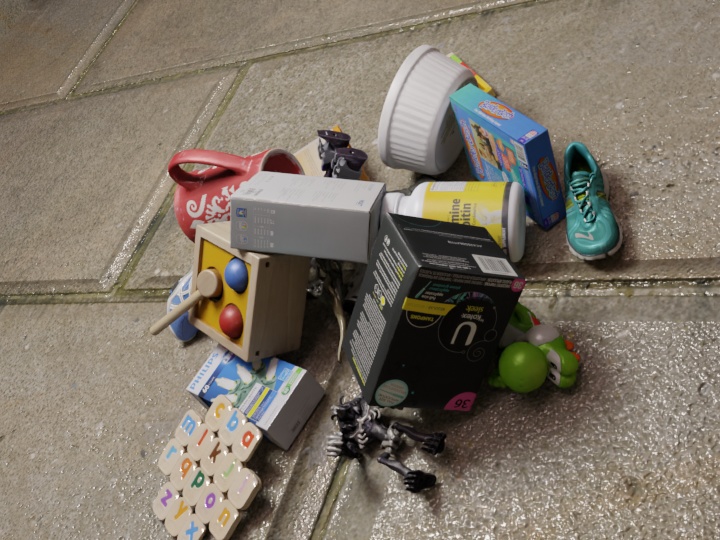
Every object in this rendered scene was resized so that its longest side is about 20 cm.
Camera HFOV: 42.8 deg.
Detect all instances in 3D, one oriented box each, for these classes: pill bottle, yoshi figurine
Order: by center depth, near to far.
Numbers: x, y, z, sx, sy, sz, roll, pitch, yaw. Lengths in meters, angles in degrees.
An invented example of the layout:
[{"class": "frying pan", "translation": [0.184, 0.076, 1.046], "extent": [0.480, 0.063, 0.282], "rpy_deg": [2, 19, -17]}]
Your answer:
[{"class": "yoshi figurine", "translation": [0.184, 0.087, 1.161], "extent": [0.112, 0.112, 0.200], "rpy_deg": [-47, 42, -3]}, {"class": "pill bottle", "translation": [0.132, -0.069, 1.307], "extent": [0.197, 0.113, 0.113], "rpy_deg": [1, 50, 17]}]

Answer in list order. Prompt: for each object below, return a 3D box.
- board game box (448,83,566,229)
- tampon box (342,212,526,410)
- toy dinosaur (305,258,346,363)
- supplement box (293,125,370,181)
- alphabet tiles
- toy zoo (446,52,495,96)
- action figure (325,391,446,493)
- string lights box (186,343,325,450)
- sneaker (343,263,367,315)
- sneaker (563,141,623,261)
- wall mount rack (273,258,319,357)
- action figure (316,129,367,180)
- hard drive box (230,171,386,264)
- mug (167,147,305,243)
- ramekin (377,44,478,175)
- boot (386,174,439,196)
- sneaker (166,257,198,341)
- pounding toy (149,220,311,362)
[{"class": "board game box", "translation": [0.214, -0.170, 1.345], "extent": [0.045, 0.153, 0.200], "rpy_deg": [-31, 39, -10]}, {"class": "tampon box", "translation": [0.084, 0.055, 1.132], "extent": [0.127, 0.148, 0.202], "rpy_deg": [-118, 40, -54]}, {"class": "toy dinosaur", "translation": [-0.044, 0.029, 1.325], "extent": [0.047, 0.089, 0.202], "rpy_deg": [-17, 44, 8]}, {"class": "supplement box", "translation": [-0.090, -0.146, 1.603], "extent": [0.198, 0.074, 0.127], "rpy_deg": [-32, 40, 6]}, {"class": "alphabet tiles", "translation": [-0.214, 0.283, 1.283], "extent": [0.199, 0.015, 0.197], "rpy_deg": [32, 92, 46]}, {"class": "toy zoo", "translation": [0.153, -0.306, 1.625], "extent": [0.130, 0.021, 0.201], "rpy_deg": [-35, 40, 2]}, {"class": "action figure", "translation": [0.015, 0.200, 1.173], "extent": [0.198, 0.102, 0.120], "rpy_deg": [20, 76, 44]}, {"class": "string lights box", "translation": [-0.156, 0.177, 1.349], "extent": [0.198, 0.059, 0.103], "rpy_deg": [15, 62, 43]}, {"class": "sneaker", "translation": [0.000, 0.000, 1.395], "extent": [0.115, 0.076, 0.201], "rpy_deg": [-37, 42, -5]}, {"class": "sneaker", "translation": [0.308, -0.095, 1.262], "extent": [0.076, 0.080, 0.202], "rpy_deg": [-18, 44, 17]}, {"class": "wall mount rack", "translation": [-0.141, 0.040, 1.466], "extent": [0.198, 0.075, 0.174], "rpy_deg": [16, 58, 44]}, {"class": "action figure", "translation": [-0.051, -0.120, 1.464], "extent": [0.068, 0.202, 0.131], "rpy_deg": [-2, 40, -24]}, {"class": "hard drive box", "translation": [-0.071, -0.080, 1.309], "extent": [0.196, 0.078, 0.156], "rpy_deg": [6, 20, 9]}, {"class": "mug", "translation": [-0.205, -0.122, 1.478], "extent": [0.198, 0.176, 0.136], "rpy_deg": [-12, 77, 39]}, {"class": "ramekin", "translation": [0.114, -0.247, 1.466], "extent": [0.093, 0.203, 0.204], "rpy_deg": [24, 65, 20]}, {"class": "boot", "translation": [0.058, -0.114, 1.491], "extent": [0.130, 0.068, 0.200], "rpy_deg": [-32, 38, -15]}, {"class": "sneaker", "translation": [-0.258, 0.039, 1.495], "extent": [0.202, 0.075, 0.077], "rpy_deg": [-62, 38, 24]}, {"class": "pounding toy", "translation": [-0.197, 0.034, 1.362], "extent": [0.141, 0.187, 0.199], "rpy_deg": [-10, 26, -43]}]
